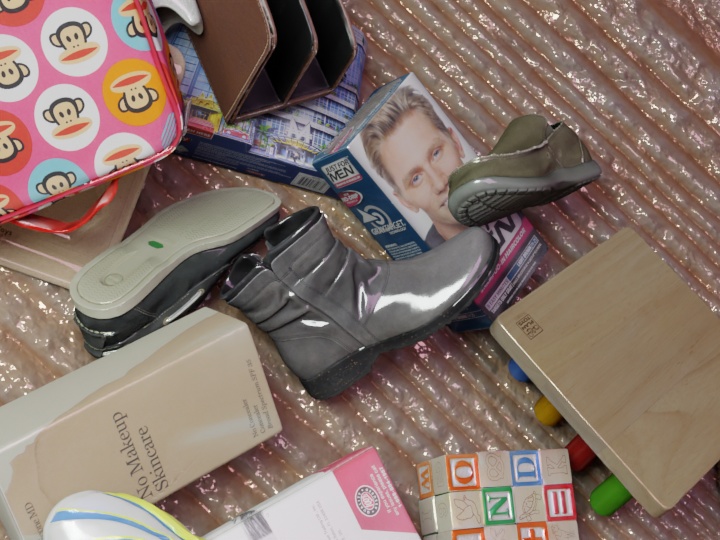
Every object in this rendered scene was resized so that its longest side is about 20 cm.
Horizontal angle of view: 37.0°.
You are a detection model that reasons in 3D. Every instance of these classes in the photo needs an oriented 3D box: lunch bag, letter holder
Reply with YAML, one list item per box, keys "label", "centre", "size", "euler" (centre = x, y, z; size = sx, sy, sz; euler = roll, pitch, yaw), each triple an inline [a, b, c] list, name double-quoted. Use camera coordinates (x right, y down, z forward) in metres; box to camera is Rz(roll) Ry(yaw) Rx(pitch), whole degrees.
- label: "lunch bag"
  centre: [-0.221, -0.112, 0.730]
  size: [0.198, 0.082, 0.178]
  euler: [-19, 112, -1]
- label: "letter holder"
  centre: [-0.081, -0.242, 0.822]
  size: [0.100, 0.142, 0.202]
  euler: [-20, 80, -25]

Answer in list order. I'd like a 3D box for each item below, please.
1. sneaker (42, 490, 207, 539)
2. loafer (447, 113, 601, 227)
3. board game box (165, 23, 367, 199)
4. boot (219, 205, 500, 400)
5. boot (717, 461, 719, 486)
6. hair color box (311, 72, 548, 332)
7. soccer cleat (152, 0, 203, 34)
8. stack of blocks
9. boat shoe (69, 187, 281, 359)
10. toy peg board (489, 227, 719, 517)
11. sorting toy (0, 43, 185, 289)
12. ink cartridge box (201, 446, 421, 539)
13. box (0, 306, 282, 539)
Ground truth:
- label: "sneaker"
  centre: [-0.104, 0.199, 0.667]
  size: [0.199, 0.105, 0.076]
  euler: [34, 65, -8]
- label: "loafer"
  centre: [0.127, -0.086, 0.883]
  size: [0.199, 0.075, 0.070]
  euler: [-15, 79, -54]
- label: "board game box"
  centre: [-0.087, -0.186, 0.916]
  size: [0.198, 0.062, 0.202]
  euler: [14, 69, -17]
- label: "boot"
  centre: [0.000, 0.000, 0.825]
  size: [0.199, 0.070, 0.132]
  euler: [-37, 111, 3]
- label: "boot"
  centre: [0.416, 0.156, 1.000]
  size: [0.164, 0.072, 0.203]
  euler: [8, 67, -17]
- label: "hair color box"
  centre: [0.063, -0.054, 0.908]
  size: [0.200, 0.060, 0.100]
  euler: [48, 61, -17]
- label: "soccer cleat"
  centre: [-0.209, -0.161, 0.815]
  size: [0.199, 0.070, 0.087]
  euler: [-35, 89, 6]
- label: "stack of blocks"
  centre: [0.116, 0.249, 0.857]
  size: [0.114, 0.059, 0.203]
  euler: [1, 73, -22]
- label: "boat shoe"
  centre: [-0.140, -0.005, 0.842]
  size: [0.071, 0.068, 0.200]
  euler: [26, 46, 31]
- label: "toy peg board"
  centre: [0.224, 0.098, 0.934]
  size: [0.199, 0.098, 0.199]
  euler: [-29, 70, -36]
- label: "sorting toy"
  centre: [-0.246, -0.103, 0.794]
  size: [0.183, 0.037, 0.202]
  euler: [20, 105, -14]
- label: "ink cartridge box"
  centre: [-0.051, 0.241, 0.778]
  size: [0.198, 0.085, 0.147]
  euler: [-25, 83, -27]
- label: "box"
  centre: [-0.166, 0.112, 0.762]
  size: [0.199, 0.077, 0.096]
  euler: [-28, 111, -27]
